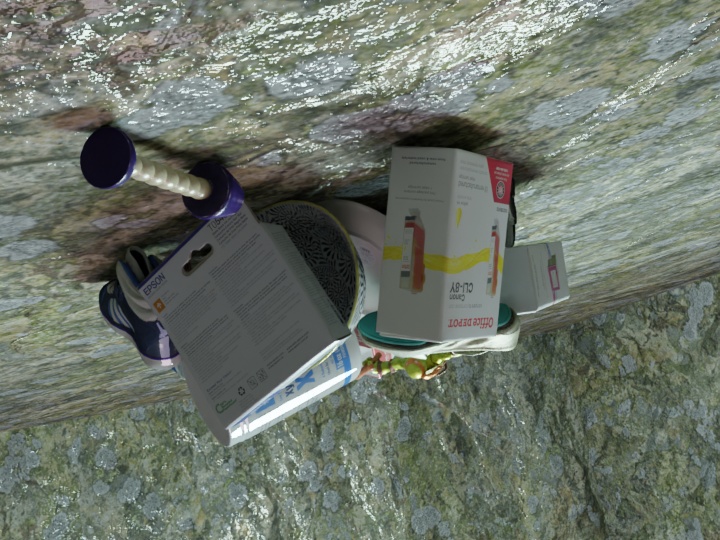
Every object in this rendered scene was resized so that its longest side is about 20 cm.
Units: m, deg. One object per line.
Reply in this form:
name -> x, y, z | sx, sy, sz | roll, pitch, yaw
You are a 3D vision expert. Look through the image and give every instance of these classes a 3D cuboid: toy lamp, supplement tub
toy lamp -> -0.168, -0.082, 0.874 | 0.058, 0.059, 0.200 | -17, 170, 20
supplement tub -> -0.110, 0.122, 1.227 | 0.199, 0.133, 0.132 | -27, 176, -24

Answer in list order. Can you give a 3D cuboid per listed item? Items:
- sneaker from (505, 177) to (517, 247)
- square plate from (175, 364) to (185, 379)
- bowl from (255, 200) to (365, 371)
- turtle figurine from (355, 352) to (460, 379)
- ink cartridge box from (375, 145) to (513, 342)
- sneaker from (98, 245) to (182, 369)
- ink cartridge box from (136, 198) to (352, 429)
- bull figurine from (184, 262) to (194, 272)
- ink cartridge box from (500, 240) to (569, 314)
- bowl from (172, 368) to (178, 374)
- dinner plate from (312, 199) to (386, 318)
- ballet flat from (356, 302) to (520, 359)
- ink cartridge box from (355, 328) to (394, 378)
sneaker -> 0.161, -0.079, 1.284 | 0.089, 0.079, 0.200 | -4, 166, 8
square plate -> -0.200, 0.088, 1.428 | 0.196, 0.200, 0.029 | -7, 128, -26
bowl -> -0.064, 0.025, 1.145 | 0.199, 0.203, 0.094 | -18, 163, 28
turtle figurine -> 0.098, 0.107, 1.293 | 0.199, 0.065, 0.161 | -22, -171, 26
ink cartridge box -> 0.094, -0.026, 1.054 | 0.083, 0.202, 0.145 | 7, -177, 33
sneaker -> -0.282, 0.018, 1.226 | 0.080, 0.148, 0.200 | -18, -142, -28
ink cartridge box -> -0.134, 0.044, 1.083 | 0.199, 0.201, 0.041 | -38, 170, 29
bull figurine -> -0.145, 0.006, 1.297 | 0.199, 0.066, 0.121 | -15, -157, -41
ink cartridge box -> 0.183, 0.015, 1.270 | 0.143, 0.086, 0.200 | -10, 178, 24
bowl -> -0.229, 0.127, 1.612 | 0.199, 0.201, 0.040 | -5, 125, -37
dinner plate -> 0.000, 0.000, 1.192 | 0.199, 0.201, 0.024 | -24, -159, 47
ballet flat -> 0.094, 0.082, 1.164 | 0.198, 0.068, 0.063 | -3, 134, 13
ink cartridge box -> 0.019, 0.056, 1.425 | 0.116, 0.068, 0.200 | 12, -134, 28
